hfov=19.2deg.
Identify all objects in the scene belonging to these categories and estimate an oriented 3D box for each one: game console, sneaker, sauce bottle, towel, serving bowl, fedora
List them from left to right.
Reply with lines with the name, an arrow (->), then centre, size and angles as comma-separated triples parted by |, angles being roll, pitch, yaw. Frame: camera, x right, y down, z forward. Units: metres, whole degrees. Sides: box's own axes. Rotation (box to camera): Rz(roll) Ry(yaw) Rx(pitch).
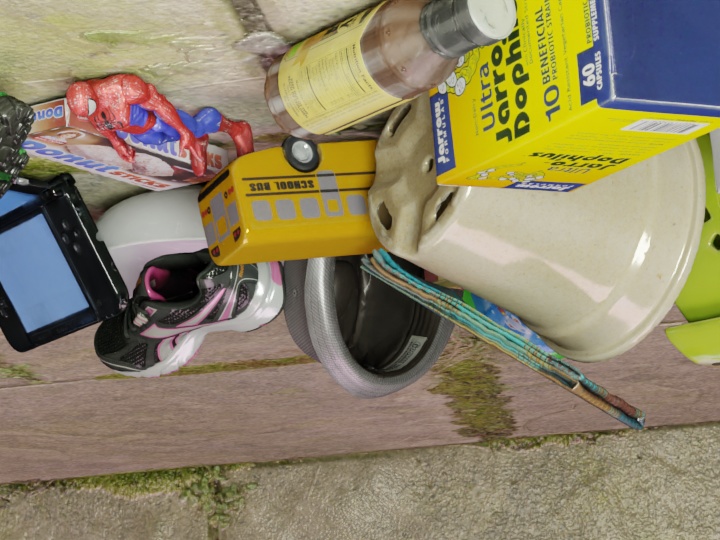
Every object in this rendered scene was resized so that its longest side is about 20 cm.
sneaker -> -0.277, -0.087, 1.459 | 0.085, 0.078, 0.200 | 37, 153, 2
game console -> -0.308, -0.007, 1.729 | 0.116, 0.177, 0.199 | -31, -173, -37
sneaker -> -0.156, 0.022, 1.721 | 0.199, 0.081, 0.086 | -28, 144, 36
serving bowl -> -0.136, -0.027, 1.781 | 0.198, 0.067, 0.200 | -1, 163, 0
fedora -> 0.000, 0.000, 1.707 | 0.090, 0.202, 0.176 | 3, 179, 45
sauce bottle -> 0.019, -0.136, 1.341 | 0.064, 0.065, 0.199 | 6, 164, -39
towel -> 0.107, 0.050, 1.552 | 0.199, 0.022, 0.146 | 31, -179, 31

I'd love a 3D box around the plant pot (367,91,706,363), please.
plant pot -> 0.113, -0.052, 1.524 | 0.182, 0.203, 0.200 | 16, 159, -32

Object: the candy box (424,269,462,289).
candy box -> 0.134, -0.040, 1.705 | 0.199, 0.118, 0.056 | 6, 166, -41

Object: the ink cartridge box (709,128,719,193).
ink cartridge box -> 0.365, -0.112, 1.525 | 0.198, 0.085, 0.145 | -1, 167, -12

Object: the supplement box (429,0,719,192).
supplement box -> 0.137, -0.126, 1.318 | 0.109, 0.110, 0.200 | 2, 166, -29

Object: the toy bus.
toy bus -> -0.018, -0.055, 1.577 | 0.198, 0.079, 0.065 | -5, 162, -32

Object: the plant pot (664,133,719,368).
plant pot -> 0.354, -0.015, 1.751 | 0.198, 0.184, 0.199 | -13, 166, 34

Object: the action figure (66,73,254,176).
action figure -> -0.146, -0.102, 1.495 | 0.065, 0.052, 0.200 | -5, 167, 27

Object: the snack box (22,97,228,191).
snack box -> -0.182, -0.092, 1.575 | 0.071, 0.025, 0.199 | -9, 167, 30

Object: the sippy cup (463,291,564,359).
sippy cup -> 0.167, -0.005, 1.888 | 0.139, 0.178, 0.131 | 38, 160, 11
